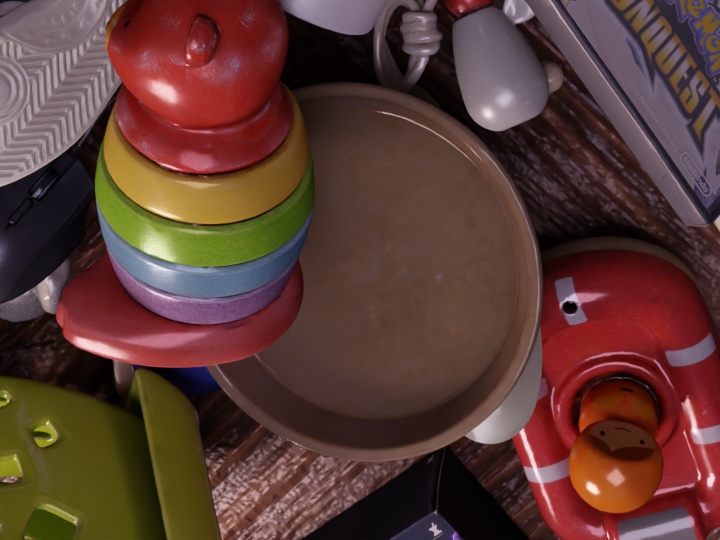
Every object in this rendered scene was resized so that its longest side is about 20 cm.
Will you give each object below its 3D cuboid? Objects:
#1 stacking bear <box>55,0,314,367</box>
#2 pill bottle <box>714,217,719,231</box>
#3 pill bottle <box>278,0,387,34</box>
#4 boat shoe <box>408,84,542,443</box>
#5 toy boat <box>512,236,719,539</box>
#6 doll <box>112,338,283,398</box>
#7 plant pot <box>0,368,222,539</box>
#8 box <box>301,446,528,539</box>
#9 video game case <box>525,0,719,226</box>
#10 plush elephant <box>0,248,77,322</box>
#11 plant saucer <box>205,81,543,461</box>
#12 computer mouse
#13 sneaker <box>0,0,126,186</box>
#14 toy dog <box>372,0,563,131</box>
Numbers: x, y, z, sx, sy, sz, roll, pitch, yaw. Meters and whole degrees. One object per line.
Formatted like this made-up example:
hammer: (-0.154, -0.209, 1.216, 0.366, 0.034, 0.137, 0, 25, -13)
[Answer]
stacking bear: (-0.076, -0.059, 1.174, 0.113, 0.122, 0.200, 17, 138, 11)
pill bottle: (0.197, -0.103, 1.287, 0.111, 0.111, 0.200, -30, 110, 19)
pill bottle: (0.014, -0.215, 1.152, 0.112, 0.112, 0.200, 26, 111, -7)
boat shoe: (0.044, -0.004, 1.340, 0.071, 0.063, 0.201, -20, 88, -8)
toy boat: (0.141, 0.084, 1.377, 0.130, 0.131, 0.201, -16, 114, 13)
doll: (-0.036, 0.049, 1.398, 0.199, 0.136, 0.049, -4, 74, 14)
plant pot: (-0.173, 0.171, 1.384, 0.181, 0.201, 0.199, -8, 156, -14)
box: (0.014, 0.221, 1.493, 0.200, 0.079, 0.141, -36, 106, 21)
video game case: (0.163, -0.155, 1.186, 0.181, 0.025, 0.200, -46, 113, -19)
plush elephant: (-0.223, -0.023, 1.345, 0.200, 0.165, 0.155, -32, 84, -4)
plant saucer: (0.000, 0.000, 1.289, 0.199, 0.029, 0.201, 5, 105, 17)
computer mouse: (-0.141, -0.064, 1.257, 0.059, 0.034, 0.200, 38, 88, -3)
sneaker: (-0.150, -0.118, 1.221, 0.200, 0.084, 0.075, -41, 117, -6)
toy dog: (0.074, -0.178, 1.258, 0.096, 0.132, 0.201, -10, 107, -29)
